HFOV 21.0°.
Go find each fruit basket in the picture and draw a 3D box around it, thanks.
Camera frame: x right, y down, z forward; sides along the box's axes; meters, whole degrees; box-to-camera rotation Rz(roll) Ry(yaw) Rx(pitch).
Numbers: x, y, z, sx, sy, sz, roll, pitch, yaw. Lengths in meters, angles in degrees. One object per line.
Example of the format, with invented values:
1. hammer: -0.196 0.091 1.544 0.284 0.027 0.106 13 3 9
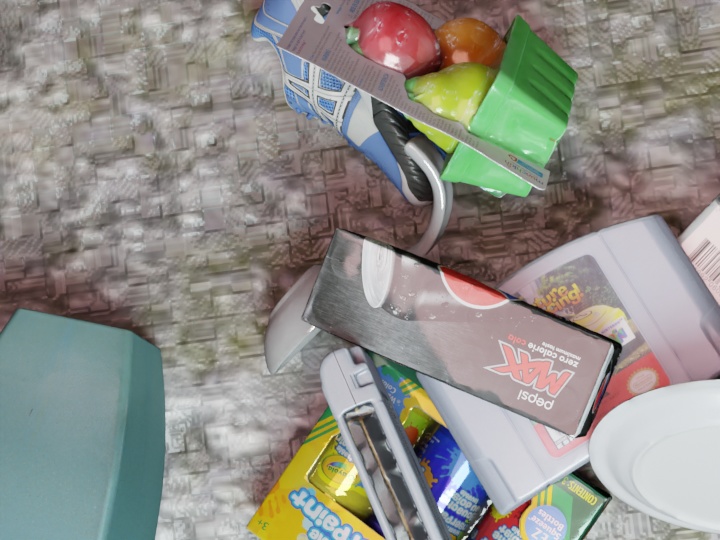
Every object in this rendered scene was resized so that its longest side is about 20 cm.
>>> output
1. fruit basket: 0.046 -0.133 1.335 0.199 0.186 0.094 22 118 -1

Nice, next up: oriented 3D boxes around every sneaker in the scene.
1. sneaker: -0.005 -0.130 1.417 0.077 0.076 0.201 -36 82 32

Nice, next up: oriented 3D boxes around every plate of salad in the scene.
1. plate of salad: 0.248 0.117 1.261 0.198 0.201 0.048 2 55 10

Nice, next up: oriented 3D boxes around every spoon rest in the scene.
1. spoon rest: 0.000 0.000 1.367 0.061 0.099 0.200 40 110 5

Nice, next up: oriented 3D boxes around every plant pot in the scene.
1. plant pot: -0.216 0.138 1.395 0.140 0.141 0.201 11 80 11

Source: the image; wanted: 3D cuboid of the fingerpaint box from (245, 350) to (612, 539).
1. fingerpaint box: 0.049 0.171 1.372 0.199 0.073 0.167 36 92 11

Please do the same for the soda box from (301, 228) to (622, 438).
1. soda box: 0.067 0.040 1.275 0.199 0.063 0.071 22 92 13

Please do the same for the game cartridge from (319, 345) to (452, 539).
1. game cartridge: 0.028 0.149 1.271 0.041 0.133 0.201 -23 81 -2

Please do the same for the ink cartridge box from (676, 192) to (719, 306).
1. ink cartridge box: 0.298 0.001 1.335 0.146 0.084 0.200 45 95 11

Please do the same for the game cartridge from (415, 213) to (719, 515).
1. game cartridge: 0.143 0.056 1.305 0.199 0.041 0.134 -34 76 9
